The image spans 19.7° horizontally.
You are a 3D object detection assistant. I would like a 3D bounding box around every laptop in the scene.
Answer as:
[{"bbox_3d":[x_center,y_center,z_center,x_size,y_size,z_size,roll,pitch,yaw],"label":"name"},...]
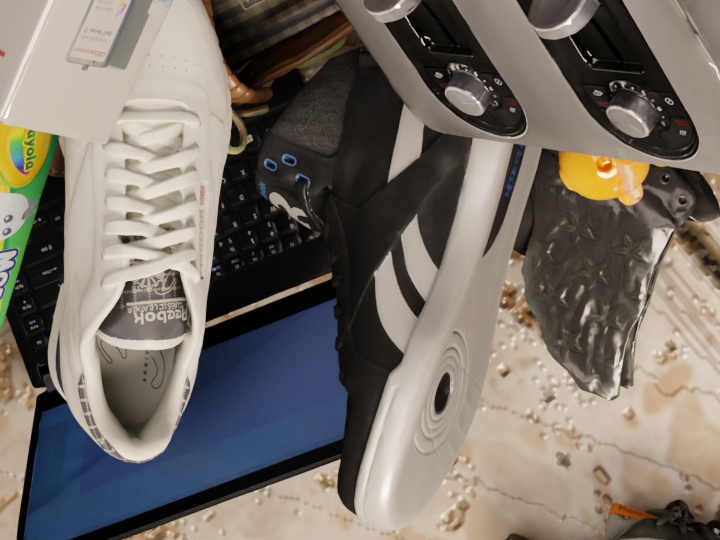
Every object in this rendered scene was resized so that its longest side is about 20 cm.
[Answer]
[{"bbox_3d":[-0.094,0.004,0.917,0.176,0.103,0.201,-21,89,13],"label":"laptop"}]

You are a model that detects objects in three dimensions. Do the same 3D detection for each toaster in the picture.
[{"bbox_3d":[0.102,-0.142,0.718,0.180,0.119,0.200,14,64,49],"label":"toaster"}]

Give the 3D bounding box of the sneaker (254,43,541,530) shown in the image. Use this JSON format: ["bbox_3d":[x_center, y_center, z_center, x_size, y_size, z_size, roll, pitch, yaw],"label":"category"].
[{"bbox_3d":[0.000,0.000,0.851,0.111,0.073,0.201,12,75,22],"label":"sneaker"}]

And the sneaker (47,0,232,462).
[{"bbox_3d":[-0.084,-0.024,0.828,0.076,0.081,0.201,-1,104,-11],"label":"sneaker"}]

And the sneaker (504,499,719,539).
[{"bbox_3d":[0.149,0.133,0.887,0.199,0.074,0.080,-12,86,14],"label":"sneaker"}]

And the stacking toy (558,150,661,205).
[{"bbox_3d":[0.163,-0.078,0.771,0.199,0.110,0.116,-27,107,-2],"label":"stacking toy"}]

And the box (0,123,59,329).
[{"bbox_3d":[-0.192,-0.027,0.918,0.117,0.048,0.201,49,127,39],"label":"box"}]

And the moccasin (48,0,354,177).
[{"bbox_3d":[-0.060,-0.098,0.890,0.200,0.078,0.074,-24,119,7],"label":"moccasin"}]

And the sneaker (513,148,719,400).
[{"bbox_3d":[0.115,-0.053,0.889,0.104,0.060,0.201,31,105,9],"label":"sneaker"}]

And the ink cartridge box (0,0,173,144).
[{"bbox_3d":[-0.129,-0.128,0.784,0.117,0.067,0.201,33,103,29],"label":"ink cartridge box"}]
